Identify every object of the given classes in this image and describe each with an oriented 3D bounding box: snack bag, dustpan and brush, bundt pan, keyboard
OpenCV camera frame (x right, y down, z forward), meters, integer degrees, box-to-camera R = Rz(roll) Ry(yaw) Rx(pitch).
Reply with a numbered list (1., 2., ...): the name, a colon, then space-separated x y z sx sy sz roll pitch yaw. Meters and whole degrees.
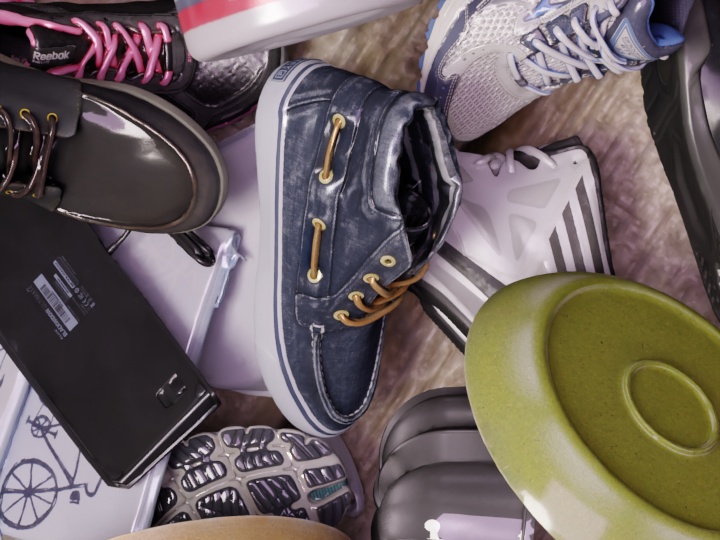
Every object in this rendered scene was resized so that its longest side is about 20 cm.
1. snack bag: -0.170 0.050 1.460 0.199 0.021 0.190 13 82 27
2. dustpan and brush: -0.050 0.039 1.474 0.139 0.057 0.201 -26 83 27
3. bundt pan: 0.040 0.150 1.391 0.075 0.202 0.203 6 94 0
4. keyboard: -0.134 0.001 1.438 0.127 0.021 0.200 -44 66 11

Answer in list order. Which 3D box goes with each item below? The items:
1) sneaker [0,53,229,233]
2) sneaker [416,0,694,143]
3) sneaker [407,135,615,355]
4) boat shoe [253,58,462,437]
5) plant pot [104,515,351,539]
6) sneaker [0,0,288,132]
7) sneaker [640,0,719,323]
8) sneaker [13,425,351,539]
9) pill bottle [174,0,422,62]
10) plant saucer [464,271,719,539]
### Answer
1. sneaker: -0.169 -0.055 1.373 0.199 0.106 0.075 19 112 12
2. sneaker: 0.112 -0.129 1.382 0.200 0.077 0.085 -44 49 12
3. sneaker: 0.052 -0.046 1.458 0.115 0.076 0.201 -41 81 -10
4. boat shoe: 0.000 0.000 1.381 0.091 0.071 0.201 17 123 38
5. plant pot: -0.095 0.175 1.419 0.199 0.200 0.028 -18 66 9
6. sneaker: -0.138 -0.109 1.457 0.199 0.095 0.080 -1 91 7
7. sneaker: 0.210 -0.071 1.425 0.114 0.076 0.201 -14 74 -14
8. sneaker: -0.098 0.130 1.472 0.199 0.080 0.078 -20 90 14
9. pill bottle: -0.048 -0.208 1.323 0.119 0.120 0.201 -14 92 9
10. plant saucer: 0.141 0.073 1.351 0.200 0.200 0.031 42 128 4
